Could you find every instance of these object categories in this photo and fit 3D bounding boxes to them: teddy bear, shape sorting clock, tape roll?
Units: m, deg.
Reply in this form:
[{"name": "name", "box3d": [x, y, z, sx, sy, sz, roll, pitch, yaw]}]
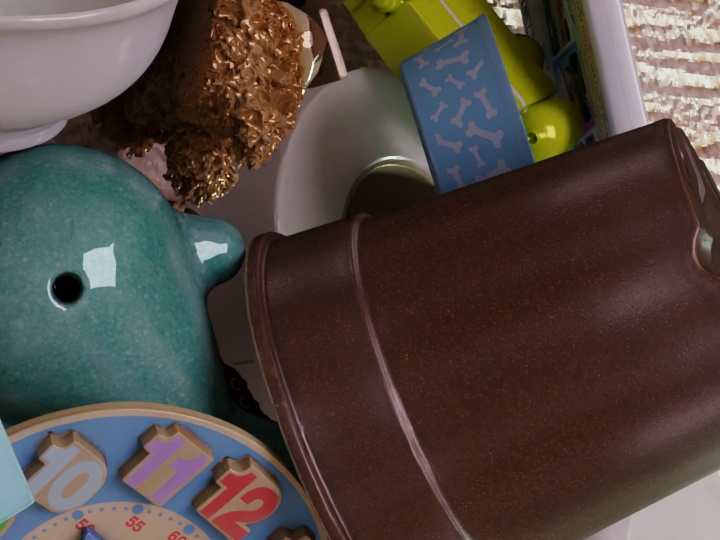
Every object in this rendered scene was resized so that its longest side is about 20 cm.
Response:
[{"name": "teddy bear", "box3d": [-0.072, -0.101, 1.272, 0.067, 0.200, 0.146, 7, 75, -24]}, {"name": "shape sorting clock", "box3d": [-0.109, 0.144, 1.184, 0.200, 0.200, 0.039, 47, 6, -31]}, {"name": "tape roll", "box3d": [0.000, 0.000, 1.419, 0.202, 0.071, 0.203, 16, 69, -47]}]

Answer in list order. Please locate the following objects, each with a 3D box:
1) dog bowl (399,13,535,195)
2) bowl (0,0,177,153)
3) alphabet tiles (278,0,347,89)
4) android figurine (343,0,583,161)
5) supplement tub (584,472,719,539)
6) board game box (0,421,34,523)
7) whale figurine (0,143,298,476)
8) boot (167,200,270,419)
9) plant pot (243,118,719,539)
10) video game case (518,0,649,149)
[{"name": "dog bowl", "box3d": [0.065, -0.031, 1.353, 0.112, 0.049, 0.200, -105, 178, -50]}, {"name": "bowl", "box3d": [-0.170, -0.111, 1.193, 0.201, 0.201, 0.091, -28, 135, -49]}, {"name": "alphabet tiles", "box3d": [-0.063, -0.162, 1.296, 0.006, 0.200, 0.167, -20, 96, -29]}, {"name": "android figurine", "box3d": [0.047, -0.130, 1.459, 0.182, 0.041, 0.200, 52, 16, 5]}, {"name": "supplement tub", "box3d": [0.085, 0.163, 1.374, 0.140, 0.200, 0.141, 16, 69, -46]}, {"name": "board game box", "box3d": [-0.243, 0.114, 1.017, 0.200, 0.151, 0.047, -31, 105, -35]}, {"name": "whale figurine", "box3d": [-0.108, 0.036, 1.199, 0.159, 0.104, 0.200, -42, 95, -10]}, {"name": "boot", "box3d": [-0.048, 0.073, 1.288, 0.077, 0.138, 0.201, 105, -10, -84]}, {"name": "plant pot", "box3d": [0.080, 0.039, 1.230, 0.200, 0.198, 0.201, -23, 90, -78]}, {"name": "video game case", "box3d": [0.129, -0.083, 1.515, 0.024, 0.182, 0.201, -11, 86, -7]}]
